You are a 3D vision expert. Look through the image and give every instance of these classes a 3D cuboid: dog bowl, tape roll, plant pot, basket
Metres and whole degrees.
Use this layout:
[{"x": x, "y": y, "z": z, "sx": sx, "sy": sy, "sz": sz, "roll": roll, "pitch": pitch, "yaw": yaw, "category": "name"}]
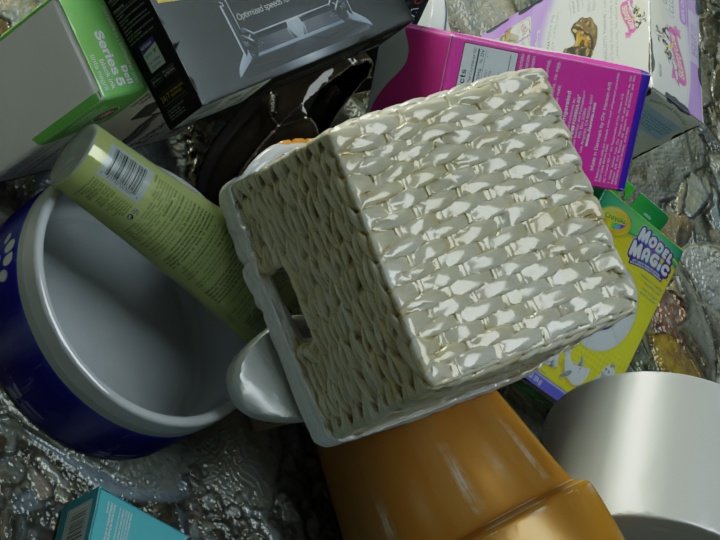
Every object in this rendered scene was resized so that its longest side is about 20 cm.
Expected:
[{"x": -0.165, "y": 0.027, "z": 1.616, "sx": 0.200, "sy": 0.079, "sz": 0.201, "roll": 24, "pitch": 53, "yaw": -35, "category": "dog bowl"}, {"x": 0.233, "y": 0.193, "z": 1.833, "sx": 0.202, "sy": 0.202, "sz": 0.140, "roll": 35, "pitch": 47, "yaw": -26, "category": "tape roll"}, {"x": 0.060, "y": 0.165, "z": 1.679, "sx": 0.200, "sy": 0.200, "sz": 0.184, "roll": -20, "pitch": 78, "yaw": -49, "category": "plant pot"}, {"x": 0.044, "y": -0.012, "z": 1.560, "sx": 0.199, "sy": 0.161, "sz": 0.199, "roll": -18, "pitch": 83, "yaw": -31, "category": "basket"}]

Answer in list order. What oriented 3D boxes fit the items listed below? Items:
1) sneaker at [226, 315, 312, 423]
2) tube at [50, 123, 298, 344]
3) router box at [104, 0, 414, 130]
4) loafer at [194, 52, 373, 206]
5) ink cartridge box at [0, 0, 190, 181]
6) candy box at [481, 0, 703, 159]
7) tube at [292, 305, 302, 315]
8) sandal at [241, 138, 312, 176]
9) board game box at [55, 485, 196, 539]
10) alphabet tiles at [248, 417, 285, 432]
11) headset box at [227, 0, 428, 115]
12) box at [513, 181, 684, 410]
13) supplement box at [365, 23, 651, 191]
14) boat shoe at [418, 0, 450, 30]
[{"x": -0.030, "y": 0.065, "z": 1.644, "sx": 0.200, "sy": 0.088, "sz": 0.075, "roll": -24, "pitch": 87, "yaw": -44, "category": "sneaker"}, {"x": -0.121, "y": -0.023, "z": 1.591, "sx": 0.200, "sy": 0.058, "sz": 0.052, "roll": 36, "pitch": 42, "yaw": -24, "category": "tube"}, {"x": -0.080, "y": -0.204, "z": 1.602, "sx": 0.200, "sy": 0.052, "sz": 0.158, "roll": -25, "pitch": 87, "yaw": -36, "category": "router box"}, {"x": -0.056, "y": -0.095, "z": 1.717, "sx": 0.201, "sy": 0.071, "sz": 0.073, "roll": -62, "pitch": 154, "yaw": -3, "category": "loafer"}, {"x": -0.172, "y": -0.143, "z": 1.656, "sx": 0.200, "sy": 0.145, "sz": 0.084, "roll": -20, "pitch": 82, "yaw": -49, "category": "ink cartridge box"}, {"x": 0.196, "y": -0.167, "z": 2.003, "sx": 0.071, "sy": 0.200, "sz": 0.168, "roll": 30, "pitch": 49, "yaw": -34, "category": "candy box"}, {"x": 0.000, "y": 0.000, "z": 1.743, "sx": 0.200, "sy": 0.052, "sz": 0.058, "roll": -38, "pitch": 99, "yaw": -32, "category": "tube"}, {"x": -0.018, "y": -0.055, "z": 1.683, "sx": 0.059, "sy": 0.079, "sz": 0.206, "roll": 35, "pitch": 31, "yaw": 27, "category": "sandal"}, {"x": -0.123, "y": 0.257, "z": 1.549, "sx": 0.200, "sy": 0.047, "sz": 0.151, "roll": 33, "pitch": 47, "yaw": -28, "category": "board game box"}, {"x": -0.018, "y": 0.023, "z": 1.772, "sx": 0.199, "sy": 0.008, "sz": 0.168, "roll": -12, "pitch": 75, "yaw": -28, "category": "alphabet tiles"}, {"x": -0.039, "y": -0.223, "z": 1.804, "sx": 0.093, "sy": 0.174, "sz": 0.200, "roll": 42, "pitch": 34, "yaw": 24, "category": "headset box"}, {"x": 0.193, "y": 0.018, "z": 1.933, "sx": 0.117, "sy": 0.048, "sz": 0.201, "roll": 34, "pitch": 75, "yaw": -36, "category": "box"}, {"x": 0.115, "y": -0.131, "z": 1.841, "sx": 0.199, "sy": 0.101, "sz": 0.104, "roll": 9, "pitch": 97, "yaw": -33, "category": "supplement box"}, {"x": 0.057, "y": -0.148, "z": 1.953, "sx": 0.070, "sy": 0.071, "sz": 0.201, "roll": 26, "pitch": 53, "yaw": -37, "category": "boat shoe"}]
